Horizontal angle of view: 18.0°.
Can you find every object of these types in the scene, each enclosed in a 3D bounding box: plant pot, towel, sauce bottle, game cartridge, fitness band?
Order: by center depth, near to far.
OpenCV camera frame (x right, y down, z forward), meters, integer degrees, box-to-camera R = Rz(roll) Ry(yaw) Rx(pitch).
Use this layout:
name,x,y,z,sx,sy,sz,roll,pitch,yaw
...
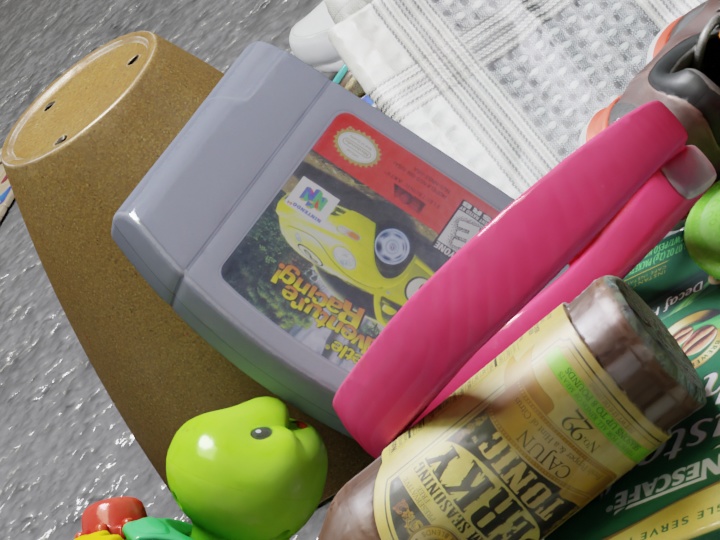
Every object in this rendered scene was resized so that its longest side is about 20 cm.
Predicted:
name,x,y,z,sx,sy,sz,roll,pitch,yaw
sauce bottle,0.035,0.086,0.839,0.200,0.065,0.065,-42,24,11
fitness band,0.060,0.009,0.861,0.144,0.037,0.200,-37,-10,-27
game cartridge,0.000,0.000,0.985,0.133,0.200,0.041,-56,-3,-26
plant pot,-0.072,-0.010,1.086,0.186,0.200,0.187,-30,27,17
towel,0.094,-0.124,1.120,0.192,0.035,0.200,-37,60,6

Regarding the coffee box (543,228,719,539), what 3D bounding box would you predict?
name,x,y,z,sx,sy,sz,roll,pitch,yaw
coffee box,0.137,0.051,0.872,0.123,0.044,0.200,-25,28,30

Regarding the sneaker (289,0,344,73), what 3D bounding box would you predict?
name,x,y,z,sx,sy,sz,roll,pitch,yaw
sneaker,0.029,-0.200,1.382,0.200,0.099,0.078,-33,25,15

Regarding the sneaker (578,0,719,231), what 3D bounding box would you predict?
name,x,y,z,sx,sy,sz,roll,pitch,yaw
sneaker,0.164,-0.085,0.974,0.082,0.077,0.200,-51,-1,36

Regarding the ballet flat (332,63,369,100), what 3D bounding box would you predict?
name,x,y,z,sx,sy,sz,roll,pitch,yaw
ballet flat,0.040,-0.128,1.264,0.071,0.071,0.200,-26,16,27

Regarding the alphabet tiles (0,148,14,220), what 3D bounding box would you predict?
name,x,y,z,sx,sy,sz,roll,pitch,yaw
alphabet tiles,-0.318,-0.021,1.681,0.166,0.006,0.200,-22,30,34

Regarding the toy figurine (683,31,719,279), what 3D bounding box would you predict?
name,x,y,z,sx,sy,sz,roll,pitch,yaw
toy figurine,0.193,-0.099,0.819,0.200,0.184,0.150,-8,34,21

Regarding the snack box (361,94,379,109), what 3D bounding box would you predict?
name,x,y,z,sx,sy,sz,roll,pitch,yaw
snack box,0.044,-0.078,1.187,0.200,0.072,0.024,-36,26,8

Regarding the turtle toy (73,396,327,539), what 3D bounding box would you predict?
name,x,y,z,sx,sy,sz,roll,pitch,yaw
turtle toy,-0.086,0.142,0.962,0.200,0.101,0.146,-44,25,-10
